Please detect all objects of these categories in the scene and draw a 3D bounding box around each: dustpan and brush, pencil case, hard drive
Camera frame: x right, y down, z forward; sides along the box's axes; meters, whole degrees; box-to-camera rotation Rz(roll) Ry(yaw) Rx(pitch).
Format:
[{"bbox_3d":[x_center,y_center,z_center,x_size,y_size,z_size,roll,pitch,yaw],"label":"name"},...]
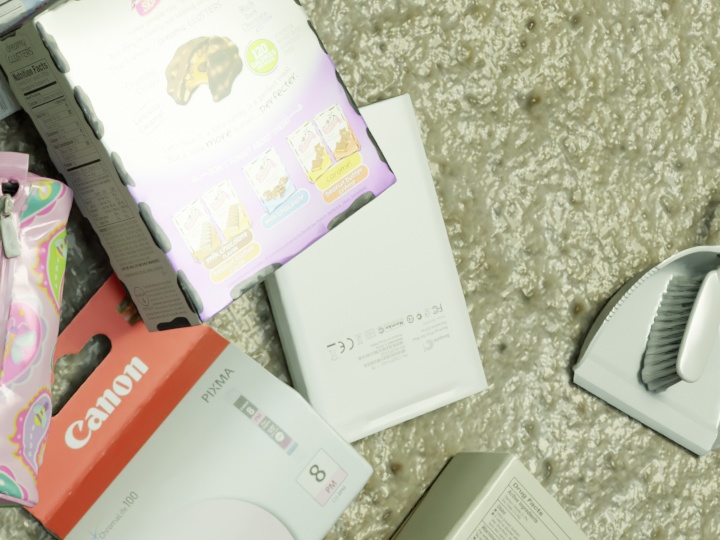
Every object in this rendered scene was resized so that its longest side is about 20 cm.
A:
[{"bbox_3d":[0.243,0.013,1.575,0.139,0.057,0.201,29,73,-25],"label":"dustpan and brush"},{"bbox_3d":[-0.214,0.036,1.296,0.087,0.087,0.202,11,81,-29],"label":"pencil case"},{"bbox_3d":[0.000,0.000,1.456,0.131,0.026,0.201,-19,96,-29],"label":"hard drive"}]

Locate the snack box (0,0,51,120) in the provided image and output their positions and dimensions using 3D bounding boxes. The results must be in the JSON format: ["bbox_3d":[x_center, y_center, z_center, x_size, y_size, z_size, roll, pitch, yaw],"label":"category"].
[{"bbox_3d":[-0.172,-0.157,1.367,0.199,0.024,0.072,-33,102,-27],"label":"snack box"}]

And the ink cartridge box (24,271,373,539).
[{"bbox_3d":[-0.112,0.117,1.360,0.200,0.057,0.163,46,74,-23],"label":"ink cartridge box"}]

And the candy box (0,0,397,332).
[{"bbox_3d":[-0.098,-0.093,1.342,0.167,0.071,0.201,-36,103,-31],"label":"candy box"}]

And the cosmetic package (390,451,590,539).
[{"bbox_3d":[0.054,0.223,1.447,0.104,0.073,0.200,48,66,-18],"label":"cosmetic package"}]
